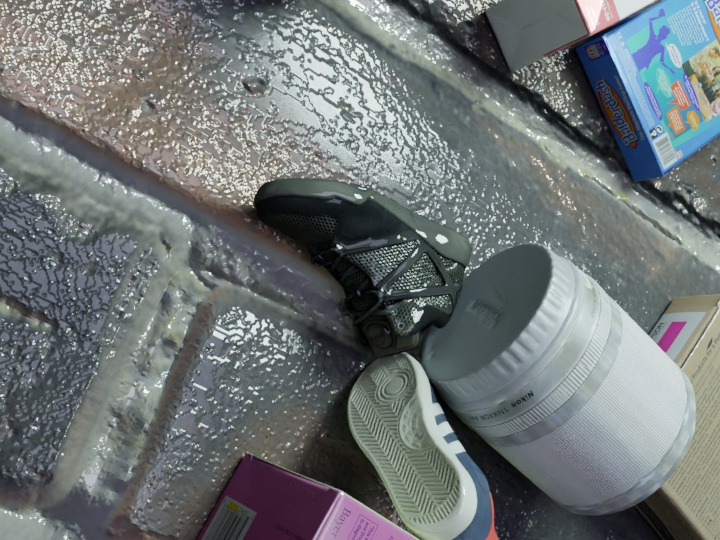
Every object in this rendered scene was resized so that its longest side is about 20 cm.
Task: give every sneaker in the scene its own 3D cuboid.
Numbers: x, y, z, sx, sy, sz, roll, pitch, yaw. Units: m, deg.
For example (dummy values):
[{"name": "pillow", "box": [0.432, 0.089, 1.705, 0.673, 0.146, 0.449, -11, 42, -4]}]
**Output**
[{"name": "sneaker", "box": [0.049, 0.145, 0.671, 0.075, 0.200, 0.085, -35, 123, 9]}, {"name": "sneaker", "box": [0.000, 0.000, 0.700, 0.198, 0.076, 0.115, 23, 67, -30]}]

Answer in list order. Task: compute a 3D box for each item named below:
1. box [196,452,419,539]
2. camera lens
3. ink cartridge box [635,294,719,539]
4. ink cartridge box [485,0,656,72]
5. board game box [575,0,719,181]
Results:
[{"name": "box", "box": [0.000, 0.233, 0.631, 0.199, 0.176, 0.097, 36, 72, -21]}, {"name": "camera lens", "box": [0.170, 0.095, 0.737, 0.200, 0.160, 0.160, 42, 70, -19]}, {"name": "ink cartridge box", "box": [0.334, 0.150, 0.868, 0.165, 0.075, 0.200, 49, 68, -15]}, {"name": "ink cartridge box", "box": [0.231, -0.266, 0.816, 0.199, 0.116, 0.068, -32, 100, -25]}, {"name": "board game box", "box": [0.330, -0.206, 0.905, 0.199, 0.045, 0.153, -32, 101, -25]}]
